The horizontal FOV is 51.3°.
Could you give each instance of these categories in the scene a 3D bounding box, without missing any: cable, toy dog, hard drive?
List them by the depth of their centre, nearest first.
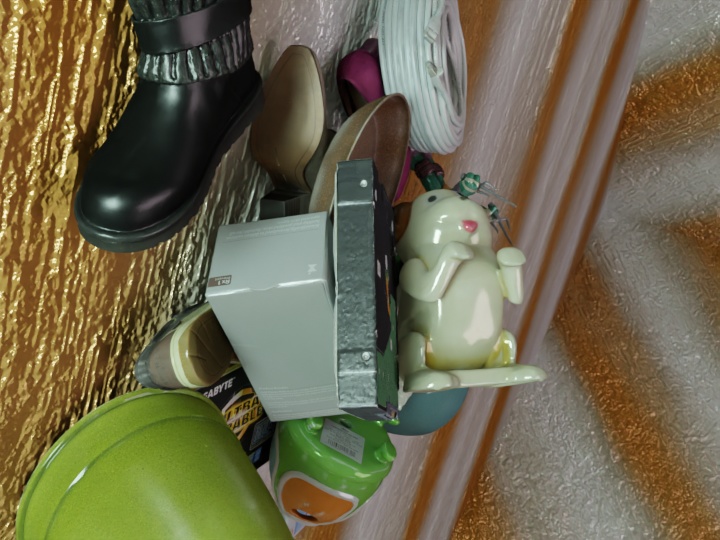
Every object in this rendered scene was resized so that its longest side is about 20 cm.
[{"bbox_3d":[0.007,0.024,0.651,0.140,0.037,0.204,53,34,-73],"label":"hard drive"},{"bbox_3d":[0.094,0.018,0.758,0.194,0.137,0.204,136,-49,-75],"label":"toy dog"},{"bbox_3d":[0.077,-0.231,0.849,0.201,0.068,0.202,67,26,-48],"label":"cable"}]

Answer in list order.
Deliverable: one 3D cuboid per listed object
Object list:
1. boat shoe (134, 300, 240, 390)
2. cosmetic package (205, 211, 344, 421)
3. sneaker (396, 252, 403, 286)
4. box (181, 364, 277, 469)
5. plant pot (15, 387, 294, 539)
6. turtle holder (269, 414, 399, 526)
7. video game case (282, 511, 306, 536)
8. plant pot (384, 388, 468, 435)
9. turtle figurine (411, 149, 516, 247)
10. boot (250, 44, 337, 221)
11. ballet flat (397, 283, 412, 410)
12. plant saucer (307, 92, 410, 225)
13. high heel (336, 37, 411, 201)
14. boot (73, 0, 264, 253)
[{"bbox_3d":[-0.143,0.060,0.676,0.200,0.064,0.075,-22,102,-82],"label":"boat shoe"},{"bbox_3d":[-0.058,0.049,0.685,0.091,0.105,0.202,-89,170,-45],"label":"cosmetic package"},{"bbox_3d":[0.000,0.000,0.879,0.198,0.085,0.079,-12,131,-42],"label":"sneaker"},{"bbox_3d":[-0.147,0.156,0.771,0.199,0.049,0.162,-22,130,-62],"label":"box"},{"bbox_3d":[-0.136,0.228,0.592,0.199,0.192,0.203,-25,128,-35],"label":"plant pot"},{"bbox_3d":[-0.045,0.198,0.851,0.139,0.186,0.133,18,111,-33],"label":"turtle holder"},{"bbox_3d":[-0.057,0.293,1.137,0.199,0.022,0.185,-26,133,-60],"label":"video game case"},{"bbox_3d":[0.031,0.119,0.990,0.134,0.198,0.203,10,101,-52],"label":"plant pot"},{"bbox_3d":[0.128,-0.095,1.003,0.100,0.201,0.150,-37,168,2],"label":"turtle figurine"},{"bbox_3d":[-0.049,-0.120,0.747,0.146,0.069,0.203,-36,142,-64],"label":"boot"},{"bbox_3d":[0.050,0.062,0.865,0.072,0.071,0.203,6,106,-67],"label":"ballet flat"},{"bbox_3d":[-0.005,-0.082,0.747,0.200,0.036,0.204,21,89,-76],"label":"plant saucer"},{"bbox_3d":[0.008,-0.148,0.837,0.097,0.066,0.203,-59,143,-47],"label":"high heel"},{"bbox_3d":[-0.133,-0.134,0.498,0.159,0.078,0.213,93,17,-52],"label":"boot"}]
